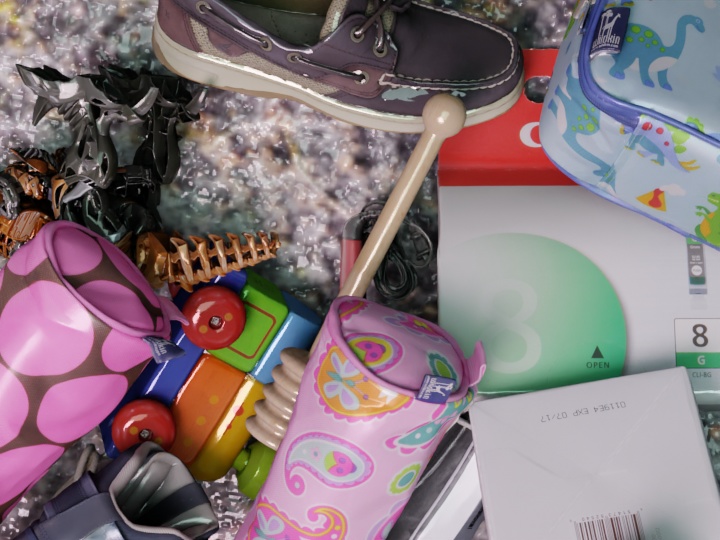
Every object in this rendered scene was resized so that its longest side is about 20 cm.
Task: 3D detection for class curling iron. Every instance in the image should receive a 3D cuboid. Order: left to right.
[{"bbox_3d":[0.007,0.063,1.092,0.049,0.026,0.201,6,86,2],"label":"curling iron"}]

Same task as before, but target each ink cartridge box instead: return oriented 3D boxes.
[{"bbox_3d":[0.119,-0.027,1.083,0.160,0.050,0.201,0,77,0],"label":"ink cartridge box"}]

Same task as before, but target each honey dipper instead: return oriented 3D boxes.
[{"bbox_3d":[0.000,0.000,1.061,0.038,0.038,0.201,26,101,-3],"label":"honey dipper"}]

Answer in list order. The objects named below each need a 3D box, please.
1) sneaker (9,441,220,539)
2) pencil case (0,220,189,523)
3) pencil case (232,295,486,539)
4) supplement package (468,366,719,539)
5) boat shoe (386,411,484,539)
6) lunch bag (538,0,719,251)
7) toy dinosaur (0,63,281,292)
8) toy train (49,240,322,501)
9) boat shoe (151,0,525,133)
[{"bbox_3d":[-0.133,0.168,1.092,0.146,0.202,0.077,-36,68,-7],"label":"sneaker"},{"bbox_3d":[-0.178,0.074,1.045,0.200,0.094,0.091,-45,59,17],"label":"pencil case"},{"bbox_3d":[-0.011,0.110,1.031,0.087,0.088,0.201,24,116,-3],"label":"pencil case"},{"bbox_3d":[0.125,0.157,1.062,0.113,0.110,0.201,-10,141,3],"label":"supplement package"},{"bbox_3d":[0.054,0.089,1.126,0.068,0.074,0.200,32,92,16],"label":"boat shoe"},{"bbox_3d":[0.198,-0.090,1.060,0.199,0.161,0.083,25,142,-2],"label":"lunch bag"},{"bbox_3d":[-0.132,-0.036,1.094,0.199,0.102,0.137,9,99,6],"label":"toy dinosaur"},{"bbox_3d":[-0.087,0.096,1.130,0.115,0.085,0.201,29,98,-17],"label":"toy train"},{"bbox_3d":[-0.011,-0.124,1.088,0.199,0.065,0.072,11,55,3],"label":"boat shoe"}]
